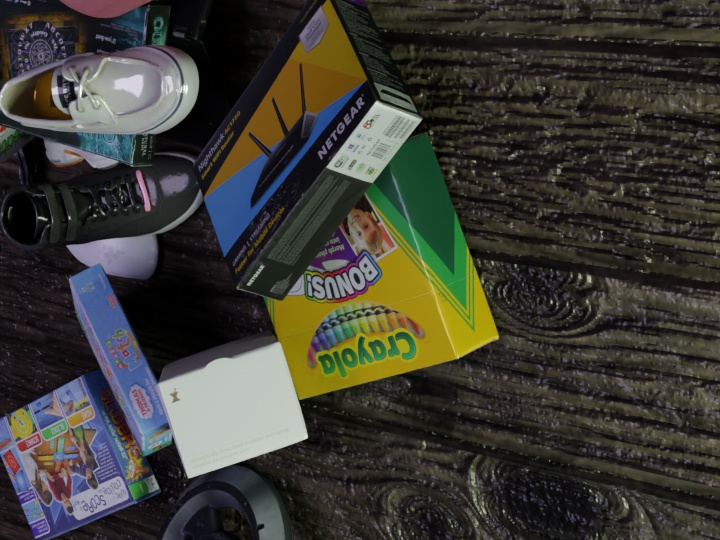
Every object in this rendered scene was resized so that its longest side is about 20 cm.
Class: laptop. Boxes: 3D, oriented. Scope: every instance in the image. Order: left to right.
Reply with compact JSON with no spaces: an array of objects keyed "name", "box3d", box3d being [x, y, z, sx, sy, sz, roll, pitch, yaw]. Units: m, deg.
[{"name":"laptop","box3d":[-0.159,-0.222,1.718,0.186,0.115,0.202,16,87,41]}]

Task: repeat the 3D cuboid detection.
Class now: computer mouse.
[{"name":"computer mouse","box3d":[-0.267,-0.047,1.868,0.199,0.044,0.111,26,121,38]}]

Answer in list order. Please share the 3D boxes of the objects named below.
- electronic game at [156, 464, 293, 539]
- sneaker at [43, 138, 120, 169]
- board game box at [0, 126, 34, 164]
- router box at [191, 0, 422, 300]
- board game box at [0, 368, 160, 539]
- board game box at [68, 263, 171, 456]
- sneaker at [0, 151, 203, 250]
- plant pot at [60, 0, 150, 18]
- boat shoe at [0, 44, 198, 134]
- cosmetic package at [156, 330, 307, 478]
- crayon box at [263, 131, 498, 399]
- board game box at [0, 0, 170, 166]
[{"name":"electronic game","box3d":[-0.130,0.276,1.796,0.199,0.041,0.202,-22,59,42]},{"name":"sneaker","box3d":[-0.242,-0.145,1.747,0.199,0.076,0.092,-1,126,53]},{"name":"board game box","box3d":[-0.342,-0.156,1.797,0.034,0.200,0.127,12,117,12]},{"name":"router box","box3d":[-0.046,-0.099,1.544,0.200,0.051,0.150,-52,41,27]},{"name":"board game box","box3d":[-0.290,0.188,1.982,0.199,0.034,0.137,-25,86,47]},{"name":"board game box","box3d":[-0.216,0.085,1.797,0.152,0.036,0.200,64,169,8]},{"name":"sneaker","box3d":[-0.233,-0.057,1.756,0.198,0.099,0.071,-13,91,25]},{"name":"plant pot","box3d":[-0.171,-0.298,1.546,0.179,0.199,0.201,-34,80,37]},{"name":"boat shoe","box3d":[-0.218,-0.145,1.609,0.199,0.069,0.072,2,96,41]},{"name":"cosmetic package","box3d":[-0.108,0.107,1.642,0.200,0.107,0.086,-146,38,-86]},{"name":"crayon box","box3d":[0.000,0.000,1.598,0.199,0.058,0.174,-18,91,48]},{"name":"board game box","box3d":[-0.246,-0.175,1.695,0.199,0.028,0.137,18,106,38]}]
